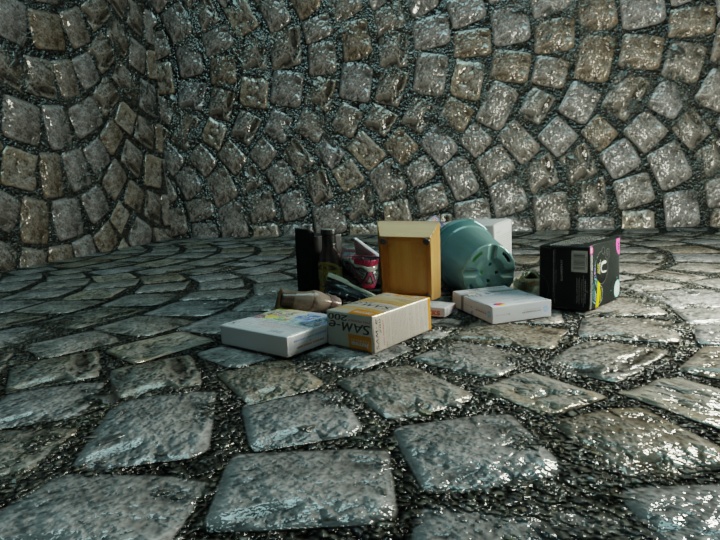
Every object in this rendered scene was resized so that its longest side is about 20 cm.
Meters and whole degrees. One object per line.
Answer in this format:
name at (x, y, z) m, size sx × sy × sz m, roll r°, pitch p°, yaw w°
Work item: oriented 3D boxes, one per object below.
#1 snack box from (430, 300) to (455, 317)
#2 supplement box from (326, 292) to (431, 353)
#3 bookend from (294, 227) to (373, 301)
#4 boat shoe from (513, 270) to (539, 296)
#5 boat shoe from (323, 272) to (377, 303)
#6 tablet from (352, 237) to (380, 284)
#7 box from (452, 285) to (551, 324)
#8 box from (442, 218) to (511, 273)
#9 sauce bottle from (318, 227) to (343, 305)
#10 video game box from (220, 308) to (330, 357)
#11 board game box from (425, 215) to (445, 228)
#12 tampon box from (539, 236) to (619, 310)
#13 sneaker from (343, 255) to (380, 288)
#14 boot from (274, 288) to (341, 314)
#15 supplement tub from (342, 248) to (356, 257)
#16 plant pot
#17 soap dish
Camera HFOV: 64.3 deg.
snack box at (0.127, 0.088, 1.390) m, size 0.196 × 0.025 × 0.071 m, roll 3°, pitch 10°, yaw 32°
supplement box at (0.041, 0.101, 1.172) m, size 0.124 × 0.076 × 0.198 m, roll 4°, pitch 11°, yaw 40°
bookend at (-0.071, -0.020, 1.565) m, size 0.195 × 0.205 × 0.091 m, roll -9°, pitch 11°, yaw -32°
boat shoe at (0.454, 0.032, 1.513) m, size 0.070 × 0.067 × 0.200 m, roll -2°, pitch 9°, yaw 1°
boat shoe at (-0.009, 0.073, 1.380) m, size 0.196 × 0.067 × 0.074 m, roll 26°, pitch -4°, yaw 21°
tablet at (0.036, -0.013, 1.588) m, size 0.129 × 0.014 × 0.201 m, roll 36°, pitch -15°, yaw 17°
box at (0.327, 0.077, 1.350) m, size 0.152 × 0.042 × 0.200 m, roll -6°, pitch 8°, yaw -17°
box at (0.373, -0.074, 1.855) m, size 0.195 × 0.176 × 0.199 m, roll 2°, pitch 10°, yaw 30°
sauce bottle at (-0.078, -0.005, 1.466) m, size 0.064 × 0.205 × 0.066 m, roll -4°, pitch 9°, yaw 1°
video game box at (-0.158, 0.124, 1.183) m, size 0.197 × 0.048 × 0.181 m, roll 4°, pitch 13°, yaw 38°
board game box at (0.132, -0.042, 1.646) m, size 0.198 × 0.201 × 0.062 m, roll -27°, pitch 67°, yaw -37°
tampon box at (0.537, 0.002, 1.394) m, size 0.125 × 0.154 × 0.198 m, roll 5°, pitch 12°, yaw 44°
sneaker at (0.000, 0.000, 1.447) m, size 0.078 × 0.077 × 0.200 m, roll 0°, pitch 4°, yaw -7°
boot at (-0.127, 0.085, 1.373) m, size 0.143 × 0.072 × 0.200 m, roll 8°, pitch -8°, yaw -14°
supplement tub at (-0.007, -0.011, 1.790) m, size 0.105 × 0.110 × 0.198 m, roll -10°, pitch 11°, yaw -41°
plant pot at (0.308, -0.020, 1.537) m, size 0.195 × 0.205 × 0.196 m, roll -4°, pitch 17°, yaw -12°
soap dish at (0.117, -0.019, 1.403) m, size 0.153 × 0.204 × 0.082 m, roll 2°, pitch 27°, yaw 14°
